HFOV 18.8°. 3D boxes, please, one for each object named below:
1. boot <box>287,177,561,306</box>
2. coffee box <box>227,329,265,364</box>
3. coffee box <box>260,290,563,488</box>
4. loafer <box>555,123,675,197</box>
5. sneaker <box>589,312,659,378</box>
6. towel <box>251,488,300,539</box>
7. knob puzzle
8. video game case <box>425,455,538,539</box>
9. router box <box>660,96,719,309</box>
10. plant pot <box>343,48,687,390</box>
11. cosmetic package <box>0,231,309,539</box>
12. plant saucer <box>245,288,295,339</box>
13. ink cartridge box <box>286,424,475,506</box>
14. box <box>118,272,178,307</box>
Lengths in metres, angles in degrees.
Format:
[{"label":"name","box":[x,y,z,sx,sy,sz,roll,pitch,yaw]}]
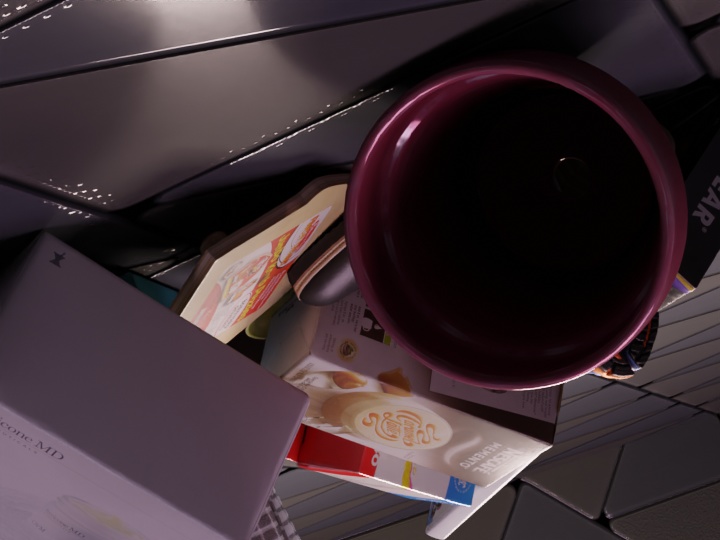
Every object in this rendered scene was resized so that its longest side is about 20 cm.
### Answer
[{"label":"boot","box":[0.064,0.006,1.494,0.200,0.139,0.077,-30,169,0]},{"label":"coffee box","box":[-0.011,0.083,1.834,0.080,0.113,0.200,-32,164,39]},{"label":"coffee box","box":[0.037,0.080,1.600,0.200,0.080,0.114,20,151,-17]},{"label":"loafer","box":[0.143,-0.037,1.570,0.200,0.076,0.067,-36,152,1]},{"label":"sneaker","box":[0.212,-0.002,1.771,0.078,0.075,0.200,-16,-138,59]},{"label":"towel","box":[-0.154,0.225,1.749,0.200,0.166,0.086,-25,178,-5]},{"label":"knob puzzle","box":[-0.072,-0.008,1.460,0.220,0.030,0.220,-41,169,-10]},{"label":"video game case","box":[0.117,0.112,1.838,0.022,0.183,0.200,21,147,-12]},{"label":"router box","box":[0.227,-0.040,1.618,0.200,0.052,0.157,-53,-171,-35]},{"label":"plant pot","box":[0.109,-0.042,1.337,0.200,0.200,0.179,-26,-178,21]},{"label":"cosmetic package","box":[-0.174,0.107,1.373,0.200,0.199,0.123,-39,-157,52]},{"label":"plant saucer","box":[0.000,0.000,1.679,0.200,0.031,0.200,-20,167,-5]},{"label":"ink cartridge box","box":[0.019,0.113,1.725,0.067,0.117,0.200,5,169,38]},{"label":"box","box":[-0.163,0.051,1.567,0.082,0.049,0.200,-23,169,9]}]
